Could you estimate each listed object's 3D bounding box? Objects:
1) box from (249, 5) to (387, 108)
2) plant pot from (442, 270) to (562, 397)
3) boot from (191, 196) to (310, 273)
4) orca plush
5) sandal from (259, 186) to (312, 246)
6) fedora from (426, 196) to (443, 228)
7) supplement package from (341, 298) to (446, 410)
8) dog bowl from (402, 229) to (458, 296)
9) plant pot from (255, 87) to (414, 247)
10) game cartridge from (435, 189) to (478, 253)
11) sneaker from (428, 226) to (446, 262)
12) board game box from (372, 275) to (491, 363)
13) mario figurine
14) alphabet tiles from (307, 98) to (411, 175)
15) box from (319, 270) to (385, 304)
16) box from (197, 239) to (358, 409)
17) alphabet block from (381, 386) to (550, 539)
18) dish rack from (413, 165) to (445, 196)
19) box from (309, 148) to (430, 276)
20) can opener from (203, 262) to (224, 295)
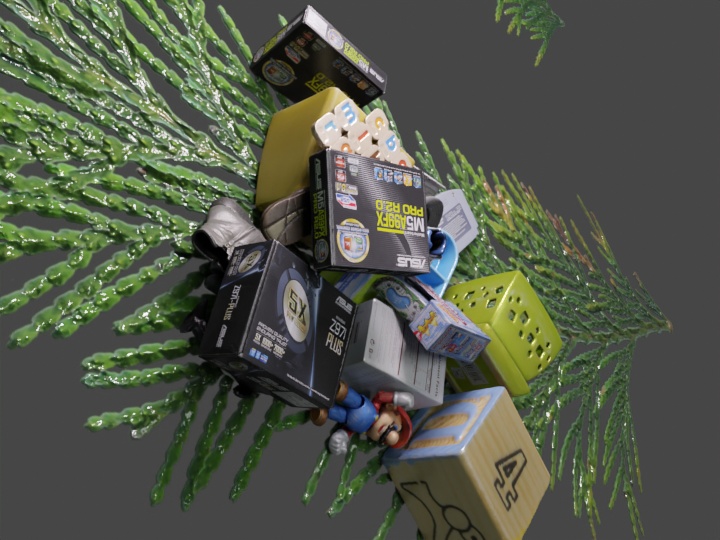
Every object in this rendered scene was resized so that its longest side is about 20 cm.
[{"bbox_3d":[-0.074,-0.357,1.157,0.199,0.159,0.045,32,53,-34],"label":"box"},{"bbox_3d":[0.257,0.145,1.293,0.201,0.197,0.182,55,50,-15],"label":"plant pot"},{"bbox_3d":[-0.165,-0.014,0.971,0.199,0.068,0.131,38,26,-21],"label":"boot"},{"bbox_3d":[-0.164,0.116,0.950,0.201,0.070,0.106,53,45,-18],"label":"orca plush"},{"bbox_3d":[-0.073,-0.082,0.948,0.198,0.054,0.083,-27,103,-39],"label":"sandal"},{"bbox_3d":[0.052,-0.089,1.203,0.198,0.178,0.091,-33,65,-17],"label":"fedora"},{"bbox_3d":[0.044,0.154,1.119,0.199,0.116,0.119,34,52,-33],"label":"supplement package"},{"bbox_3d":[0.133,0.000,1.292,0.111,0.049,0.202,41,59,-21],"label":"dog bowl"},{"bbox_3d":[-0.062,-0.151,1.080,0.199,0.198,0.179,35,68,-31],"label":"plant pot"},{"bbox_3d":[0.190,-0.101,1.428,0.199,0.041,0.135,-36,98,-47],"label":"game cartridge"},{"bbox_3d":[0.114,-0.036,1.122,0.200,0.084,0.079,9,73,-71],"label":"sneaker"},{"bbox_3d":[0.121,0.076,1.105,0.200,0.062,0.199,44,10,17],"label":"board game box"},{"bbox_3d":[0.017,0.248,1.055,0.198,0.122,0.108,29,51,-36],"label":"mario figurine"},{"bbox_3d":[0.003,-0.156,0.987,0.196,0.014,0.202,-47,113,-36],"label":"alphabet tiles"},{"bbox_3d":[0.000,0.000,1.078,0.048,0.122,0.200,43,8,20],"label":"box"},{"bbox_3d":[-0.106,0.082,0.898,0.200,0.085,0.166,41,54,-42],"label":"box"},{"bbox_3d":[0.190,0.353,1.142,0.196,0.194,0.202,-37,103,-44],"label":"alphabet block"},{"bbox_3d":[0.058,-0.204,1.246,0.170,0.200,0.044,26,101,-37],"label":"dish rack"},{"bbox_3d":[0.017,-0.078,0.937,0.198,0.044,0.164,5,78,-42],"label":"box"},{"bbox_3d":[-0.145,0.047,0.999,0.199,0.066,0.054,37,51,-31],"label":"can opener"}]
